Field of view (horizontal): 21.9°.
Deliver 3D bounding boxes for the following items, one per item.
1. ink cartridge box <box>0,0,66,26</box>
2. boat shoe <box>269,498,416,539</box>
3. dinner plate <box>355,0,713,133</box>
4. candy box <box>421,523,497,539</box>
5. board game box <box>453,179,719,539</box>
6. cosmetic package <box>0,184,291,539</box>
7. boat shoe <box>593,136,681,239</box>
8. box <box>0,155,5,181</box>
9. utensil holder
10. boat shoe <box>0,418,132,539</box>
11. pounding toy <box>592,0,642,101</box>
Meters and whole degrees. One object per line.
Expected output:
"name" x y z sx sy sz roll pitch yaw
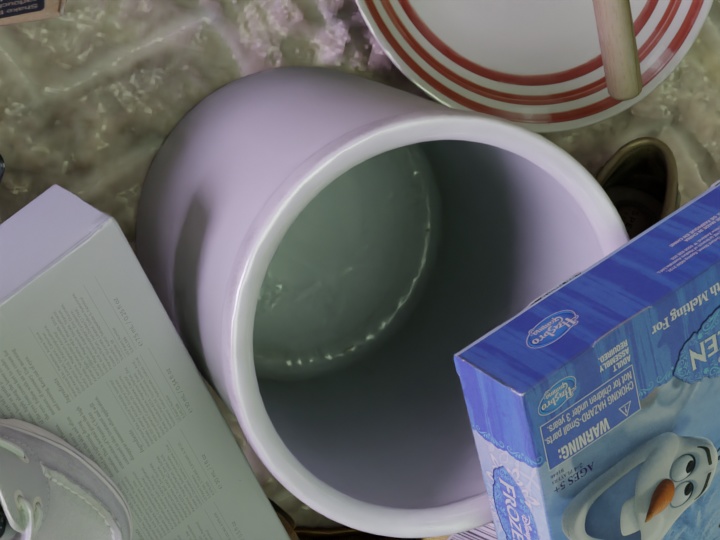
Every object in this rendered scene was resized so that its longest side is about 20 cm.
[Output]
"ink cartridge box" -0.208 -0.180 0.692 0.165 0.075 0.200 -10 62 -17
"boat shoe" -0.060 0.139 0.889 0.200 0.072 0.068 12 94 -28
"dinner plate" 0.080 -0.164 0.871 0.200 0.024 0.200 0 91 -20
"candy box" 0.061 0.176 0.913 0.117 0.056 0.200 3 105 -63
"board game box" 0.142 0.071 0.753 0.200 0.043 0.199 -31 127 -24
"cosmetic package" -0.129 0.089 0.752 0.151 0.052 0.200 -40 130 -21
"boat shoe" 0.101 0.018 0.863 0.072 0.065 0.200 22 53 13
"box" -0.274 0.005 0.750 0.196 0.124 0.200 19 96 -21
"utensil holder" 0.000 0.000 0.802 0.170 0.200 0.170 -5 106 -18
"boat shoe" -0.148 0.078 0.652 0.072 0.068 0.200 -55 132 -5
"pounding toy" 0.104 -0.204 0.734 0.184 0.200 0.142 27 53 -22
